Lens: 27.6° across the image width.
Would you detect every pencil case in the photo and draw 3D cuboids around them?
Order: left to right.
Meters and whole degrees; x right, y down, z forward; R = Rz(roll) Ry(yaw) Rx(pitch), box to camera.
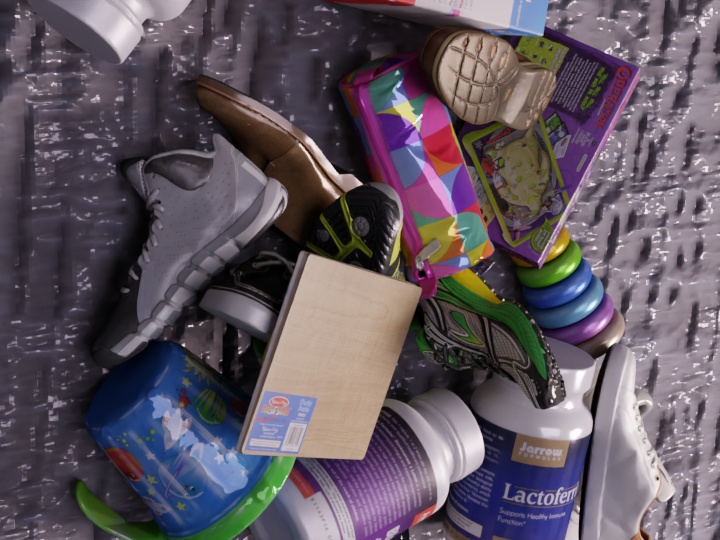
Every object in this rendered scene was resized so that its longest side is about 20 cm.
[{"bbox_3d":[0.049,-0.084,1.238,0.088,0.088,0.201,-26,102,-28],"label":"pencil case"}]

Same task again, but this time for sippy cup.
[{"bbox_3d":[-0.139,0.128,1.146,0.130,0.139,0.178,48,65,-24],"label":"sippy cup"}]

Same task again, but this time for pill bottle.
[{"bbox_3d":[-0.151,-0.253,1.059,0.111,0.111,0.200,40,77,-34],"label":"pill bottle"},{"bbox_3d":[0.006,0.179,1.267,0.200,0.111,0.112,-25,114,-28],"label":"pill bottle"},{"bbox_3d":[0.149,0.166,1.349,0.115,0.116,0.201,-1,109,-35],"label":"pill bottle"}]

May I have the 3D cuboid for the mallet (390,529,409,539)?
[{"bbox_3d":[-0.042,0.250,1.299,0.199,0.041,0.066,-9,107,-30],"label":"mallet"}]

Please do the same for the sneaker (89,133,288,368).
[{"bbox_3d":[-0.162,-0.027,1.140,0.200,0.075,0.116,-45,99,-6],"label":"sneaker"}]

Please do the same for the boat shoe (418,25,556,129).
[{"bbox_3d":[0.094,-0.165,1.221,0.200,0.067,0.072,7,113,-61],"label":"boat shoe"}]

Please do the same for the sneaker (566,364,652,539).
[{"bbox_3d":[0.229,0.197,1.437,0.078,0.099,0.201,14,92,-36],"label":"sneaker"}]

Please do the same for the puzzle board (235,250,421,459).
[{"bbox_3d":[-0.023,0.070,1.124,0.200,0.017,0.151,17,93,-62],"label":"puzzle board"}]

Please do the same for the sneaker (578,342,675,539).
[{"bbox_3d":[0.253,0.166,1.365,0.084,0.073,0.201,5,103,7],"label":"sneaker"}]

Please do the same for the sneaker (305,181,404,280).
[{"bbox_3d":[0.000,0.000,1.225,0.076,0.075,0.200,-35,154,-41],"label":"sneaker"}]

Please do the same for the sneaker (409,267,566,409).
[{"bbox_3d":[0.103,0.065,1.265,0.085,0.200,0.078,-38,131,-11],"label":"sneaker"}]

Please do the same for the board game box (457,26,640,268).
[{"bbox_3d":[0.153,-0.116,1.309,0.200,0.120,0.032,-61,161,-8],"label":"board game box"}]

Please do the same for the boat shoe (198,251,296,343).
[{"bbox_3d":[-0.077,0.016,1.137,0.071,0.200,0.064,27,89,-1],"label":"boat shoe"}]

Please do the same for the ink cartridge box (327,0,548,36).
[{"bbox_3d":[0.045,-0.242,1.198,0.199,0.116,0.068,6,96,-36],"label":"ink cartridge box"}]

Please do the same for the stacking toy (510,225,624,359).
[{"bbox_3d":[0.171,-0.010,1.370,0.085,0.085,0.200,-39,113,-22],"label":"stacking toy"}]

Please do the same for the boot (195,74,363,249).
[{"bbox_3d":[-0.070,-0.082,1.186,0.076,0.074,0.200,-52,127,-3],"label":"boot"}]
